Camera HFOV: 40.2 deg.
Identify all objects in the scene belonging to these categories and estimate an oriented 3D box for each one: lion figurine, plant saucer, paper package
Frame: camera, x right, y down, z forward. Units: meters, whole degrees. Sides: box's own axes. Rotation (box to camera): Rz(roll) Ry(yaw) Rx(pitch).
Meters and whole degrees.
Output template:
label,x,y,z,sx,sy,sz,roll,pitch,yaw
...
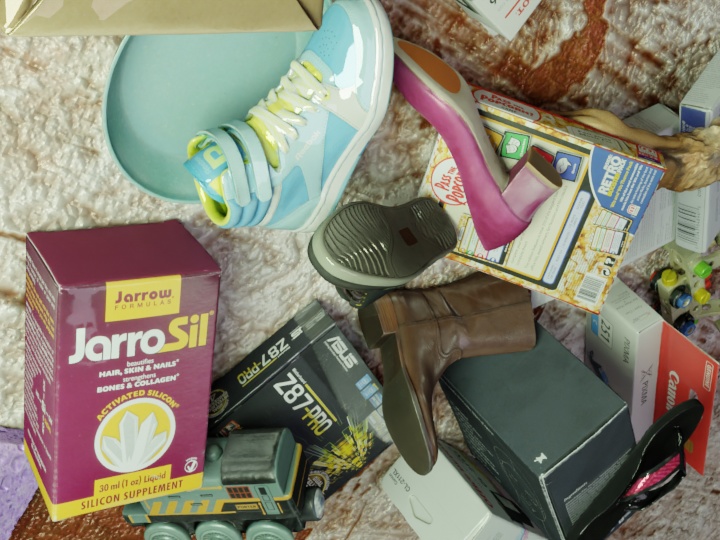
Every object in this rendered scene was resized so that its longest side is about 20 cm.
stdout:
label,x,y,z,sx,sy,sz,roll,pitch,yaw
lion figurine,0.253,-0.115,0.919,0.196,0.122,0.074,6,85,-17
plant saucer,-0.104,-0.142,0.726,0.197,0.036,0.202,-26,141,-23
paper package,-0.132,-0.214,0.552,0.187,0.200,0.105,-10,127,-28

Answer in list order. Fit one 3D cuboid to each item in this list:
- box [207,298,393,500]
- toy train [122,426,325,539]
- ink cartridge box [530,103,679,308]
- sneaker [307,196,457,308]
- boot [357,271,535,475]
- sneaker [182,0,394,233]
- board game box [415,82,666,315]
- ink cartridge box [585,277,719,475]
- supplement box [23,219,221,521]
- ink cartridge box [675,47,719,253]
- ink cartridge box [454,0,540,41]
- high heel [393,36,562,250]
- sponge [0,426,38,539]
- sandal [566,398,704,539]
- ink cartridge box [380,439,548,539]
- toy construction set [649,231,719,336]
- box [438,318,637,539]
label,x,y,z,sx,sy,sz,roll,pitch,yaw
box,-0.054,0.146,0.983,0.160,0.049,0.201,-39,134,-6
toy train,-0.132,0.198,0.896,0.196,0.086,0.115,-5,129,16
ink cartridge box,0.253,-0.066,1.051,0.197,0.047,0.162,-24,133,-15
sneaker,0.000,0.000,0.822,0.106,0.076,0.199,-38,167,29
boot,0.110,0.091,0.983,0.197,0.190,0.064,-8,166,-31
sneaker,-0.057,-0.107,0.710,0.129,0.080,0.203,-9,132,-40
board game box,0.153,-0.065,0.891,0.196,0.046,0.154,20,117,2
ink cartridge box,0.336,0.133,1.161,0.044,0.176,0.203,-25,133,-16
supplement box,-0.191,0.075,0.777,0.129,0.103,0.204,-7,117,-31
ink cartridge box,0.404,-0.157,1.074,0.200,0.043,0.198,-49,142,-30
ink cartridge box,0.107,-0.269,0.775,0.117,0.068,0.199,-51,136,9
high heel,0.072,-0.106,0.836,0.199,0.068,0.096,38,124,-10
sponge,-0.360,0.169,0.795,0.198,0.030,0.113,21,107,-42
sandal,0.291,0.219,1.002,0.201,0.045,0.075,-51,137,1
ink cartridge box,0.136,0.290,1.156,0.083,0.146,0.199,-49,136,6
toy construction set,0.424,0.010,1.203,0.130,0.092,0.201,-37,125,-7
box,0.196,0.174,1.075,0.123,0.200,0.198,-37,136,-8
